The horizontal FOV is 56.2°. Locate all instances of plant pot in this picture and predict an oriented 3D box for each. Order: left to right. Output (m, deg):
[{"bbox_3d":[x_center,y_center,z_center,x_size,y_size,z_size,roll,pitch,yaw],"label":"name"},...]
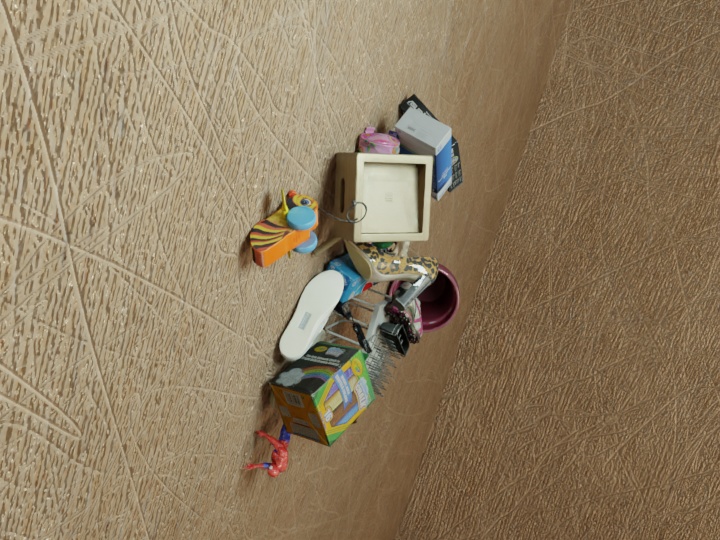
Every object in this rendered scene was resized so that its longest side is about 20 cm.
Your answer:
[{"bbox_3d":[0.187,0.057,1.950,0.179,0.198,0.202,-62,168,-73],"label":"plant pot"}]

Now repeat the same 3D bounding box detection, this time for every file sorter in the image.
[{"bbox_3d":[-0.009,0.143,1.550,0.139,0.123,0.202,-15,123,-67],"label":"file sorter"}]

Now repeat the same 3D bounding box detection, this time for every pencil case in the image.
[{"bbox_3d":[0.022,-0.182,1.365,0.087,0.087,0.202,-37,143,-58],"label":"pencil case"}]

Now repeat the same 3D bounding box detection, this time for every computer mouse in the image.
[{"bbox_3d":[-0.029,0.102,1.401,0.034,0.201,0.059,-26,134,-7],"label":"computer mouse"}]

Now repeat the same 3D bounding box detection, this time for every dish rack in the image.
[{"bbox_3d":[0.039,0.221,1.491,0.201,0.054,0.154,-63,158,-18],"label":"dish rack"}]

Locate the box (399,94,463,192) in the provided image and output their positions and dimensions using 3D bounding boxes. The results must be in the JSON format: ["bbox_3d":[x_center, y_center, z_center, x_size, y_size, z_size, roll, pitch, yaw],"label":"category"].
[{"bbox_3d":[0.165,-0.286,1.538,0.044,0.161,0.200,-37,157,-2],"label":"box"}]

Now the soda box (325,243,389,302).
[{"bbox_3d":[0.000,0.000,1.462,0.199,0.068,0.065,-27,149,-55],"label":"soda box"}]

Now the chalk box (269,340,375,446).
[{"bbox_3d":[-0.059,0.228,1.343,0.200,0.124,0.125,-37,121,-41],"label":"chalk box"}]

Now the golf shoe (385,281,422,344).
[{"bbox_3d":[0.114,0.101,1.544,0.093,0.072,0.201,-62,159,-24],"label":"golf shoe"}]

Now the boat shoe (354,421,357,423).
[{"bbox_3d":[-0.035,0.378,1.816,0.200,0.067,0.073,-38,146,-56],"label":"boat shoe"}]

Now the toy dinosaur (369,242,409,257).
[{"bbox_3d":[0.062,-0.094,1.456,0.136,0.201,0.086,-45,136,17],"label":"toy dinosaur"}]

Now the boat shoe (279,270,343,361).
[{"bbox_3d":[-0.095,0.093,1.348,0.069,0.071,0.202,103,10,-71],"label":"boat shoe"}]

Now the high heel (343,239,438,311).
[{"bbox_3d":[0.065,-0.032,1.384,0.143,0.200,0.071,-44,-178,-28],"label":"high heel"}]

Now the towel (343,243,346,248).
[{"bbox_3d":[0.024,-0.122,1.528,0.202,0.022,0.145,-69,163,-4],"label":"towel"}]

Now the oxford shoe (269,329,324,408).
[{"bbox_3d":[-0.119,0.209,1.415,0.201,0.057,0.076,-59,158,-33],"label":"oxford shoe"}]

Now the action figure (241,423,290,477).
[{"bbox_3d":[-0.182,0.344,1.386,0.201,0.098,0.066,-82,180,-61],"label":"action figure"}]

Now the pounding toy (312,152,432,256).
[{"bbox_3d":[0.019,-0.119,1.273,0.182,0.142,0.203,-2,100,-24],"label":"pounding toy"}]

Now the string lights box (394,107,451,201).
[{"bbox_3d":[0.134,-0.239,1.413,0.059,0.102,0.200,-52,159,-15],"label":"string lights box"}]

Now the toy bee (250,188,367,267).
[{"bbox_3d":[-0.106,-0.079,1.108,0.199,0.109,0.132,-10,131,-41],"label":"toy bee"}]
